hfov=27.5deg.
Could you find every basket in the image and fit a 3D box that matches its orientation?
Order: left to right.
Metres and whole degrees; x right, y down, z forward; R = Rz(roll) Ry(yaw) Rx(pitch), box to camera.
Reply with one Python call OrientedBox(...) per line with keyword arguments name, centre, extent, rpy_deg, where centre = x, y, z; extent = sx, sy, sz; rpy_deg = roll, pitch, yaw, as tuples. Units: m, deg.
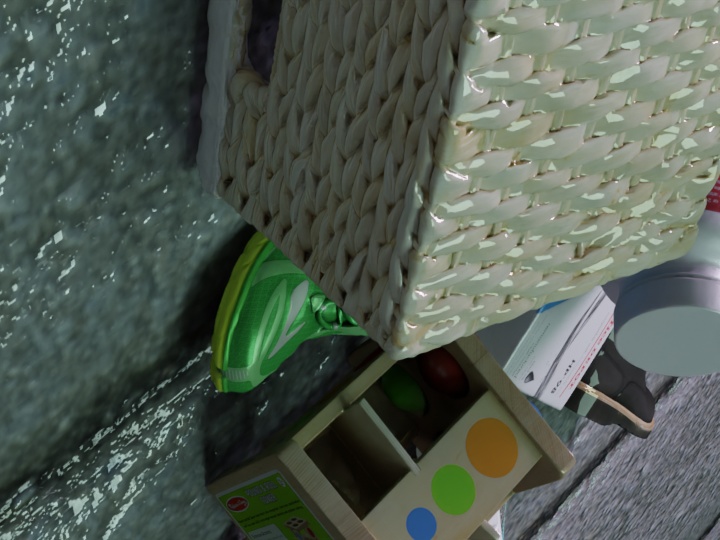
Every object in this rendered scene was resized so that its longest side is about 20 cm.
OrientedBox(name="basket", centre=(0.056, -0.098, 0.630), extent=(0.198, 0.161, 0.200), rpy_deg=(-17, 135, -34))

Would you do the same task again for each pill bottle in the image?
OrientedBox(name="pill bottle", centre=(0.211, -0.038, 0.965), extent=(0.113, 0.110, 0.202), rpy_deg=(80, 15, -56))

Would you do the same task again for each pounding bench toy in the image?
OrientedBox(name="pounding bench toy", centre=(0.007, 0.123, 0.882), extent=(0.156, 0.125, 0.200), rpy_deg=(-41, -177, -29))

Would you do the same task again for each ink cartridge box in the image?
OrientedBox(name="ink cartridge box", centre=(0.134, 0.028, 1.059), extent=(0.117, 0.066, 0.200), rpy_deg=(-58, 154, 2))

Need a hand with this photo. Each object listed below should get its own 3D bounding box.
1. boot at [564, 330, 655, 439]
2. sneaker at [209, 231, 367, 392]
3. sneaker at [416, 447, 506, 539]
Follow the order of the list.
OrientedBox(name="boot", centre=(0.241, 0.067, 1.289), extent=(0.140, 0.077, 0.200), rpy_deg=(-63, 155, 4))
OrientedBox(name="sneaker", centre=(0.000, 0.000, 0.777), extent=(0.199, 0.083, 0.075), rpy_deg=(-38, 150, -32))
OrientedBox(name="sneaker", centre=(0.084, 0.194, 1.104), extent=(0.091, 0.076, 0.203), rpy_deg=(-6, 101, -71))
